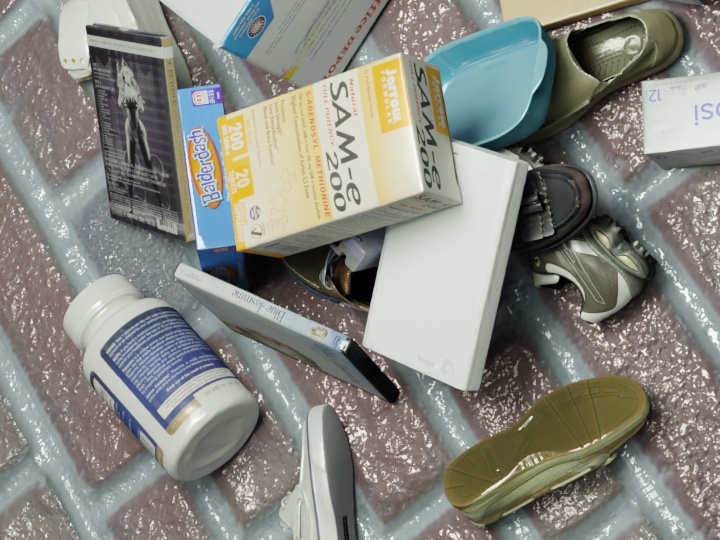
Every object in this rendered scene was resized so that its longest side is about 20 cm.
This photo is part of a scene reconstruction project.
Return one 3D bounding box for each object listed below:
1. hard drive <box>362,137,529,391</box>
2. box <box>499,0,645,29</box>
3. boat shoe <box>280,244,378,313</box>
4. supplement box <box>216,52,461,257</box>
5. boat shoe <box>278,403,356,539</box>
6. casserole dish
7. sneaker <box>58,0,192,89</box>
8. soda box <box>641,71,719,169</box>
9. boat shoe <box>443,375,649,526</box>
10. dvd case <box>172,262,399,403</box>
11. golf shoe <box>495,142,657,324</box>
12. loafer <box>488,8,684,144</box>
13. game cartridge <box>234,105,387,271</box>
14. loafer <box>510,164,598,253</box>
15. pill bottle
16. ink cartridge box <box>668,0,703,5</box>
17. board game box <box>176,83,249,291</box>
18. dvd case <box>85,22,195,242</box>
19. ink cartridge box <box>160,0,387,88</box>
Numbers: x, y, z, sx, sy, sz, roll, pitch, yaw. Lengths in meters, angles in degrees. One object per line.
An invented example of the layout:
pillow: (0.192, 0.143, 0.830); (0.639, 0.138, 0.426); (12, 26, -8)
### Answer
hard drive: (0.072, -0.012, 1.615); (0.131, 0.026, 0.202); (22, 104, 43)
box: (0.215, -0.316, 1.713); (0.198, 0.021, 0.165); (-14, 76, 23)
boat shoe: (0.000, 0.000, 1.736); (0.199, 0.072, 0.073); (19, 90, 28)
supplement box: (-0.021, -0.097, 1.611); (0.199, 0.073, 0.127); (-17, 76, 30)
boat shoe: (-0.042, 0.228, 1.724); (0.065, 0.072, 0.202); (-8, 86, 20)
casserole dish: (0.110, -0.156, 1.680); (0.199, 0.039, 0.122); (-14, 58, 49)
sneaker: (-0.244, -0.205, 1.901); (0.115, 0.073, 0.202); (-27, 74, 35)
soda box: (0.345, -0.135, 1.595); (0.198, 0.063, 0.069); (-6, 78, 25)
boat shoe: (0.171, 0.162, 1.641); (0.200, 0.063, 0.073); (-33, 45, 11)
dvd case: (-0.068, 0.059, 1.721); (0.199, 0.143, 0.018); (23, 76, 27)
golf shoe: (0.169, -0.037, 1.658); (0.095, 0.078, 0.200); (-49, 64, 11)
loafer: (0.193, -0.183, 1.674); (0.199, 0.068, 0.076); (-30, 70, 20)
game cartridge: (-0.019, -0.086, 1.730); (0.200, 0.129, 0.039); (49, 130, 24)
loafer: (0.119, -0.045, 1.625); (0.199, 0.063, 0.073); (-14, 87, 47)
pill bottle: (-0.198, 0.099, 1.795); (0.200, 0.111, 0.111); (45, 101, 25)
ink cartridge box: (0.252, -0.351, 1.640); (0.144, 0.084, 0.202); (14, 89, 27)
board game box: (-0.138, -0.069, 1.747); (0.045, 0.200, 0.154); (-8, 76, -3)
dvd case: (-0.217, -0.138, 1.819); (0.148, 0.016, 0.202); (17, 118, 51)
ink cartridge box: (-0.088, -0.280, 1.755); (0.144, 0.200, 0.148); (39, 99, 28)
